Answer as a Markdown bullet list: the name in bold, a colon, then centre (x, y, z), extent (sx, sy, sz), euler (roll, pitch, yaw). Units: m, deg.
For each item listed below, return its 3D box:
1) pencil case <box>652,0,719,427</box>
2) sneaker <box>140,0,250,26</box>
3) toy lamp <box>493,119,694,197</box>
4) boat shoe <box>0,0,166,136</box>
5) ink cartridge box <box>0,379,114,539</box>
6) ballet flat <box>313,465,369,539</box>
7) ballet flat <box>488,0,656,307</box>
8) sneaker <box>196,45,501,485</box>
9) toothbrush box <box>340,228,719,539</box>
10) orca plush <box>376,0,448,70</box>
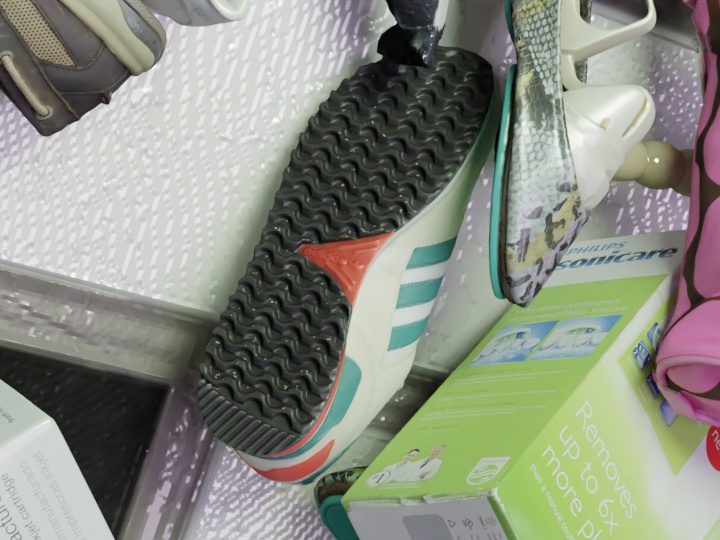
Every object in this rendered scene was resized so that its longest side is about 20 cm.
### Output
- **pencil case**: centre (0.169, -0.031, 1.073), extent (0.091, 0.094, 0.200), euler (48, 48, -58)
- **sneaker**: centre (-0.057, -0.190, 0.968), extent (0.075, 0.088, 0.200), euler (-12, 111, -27)
- **toy lamp**: centre (0.158, -0.041, 1.149), extent (0.200, 0.058, 0.058), euler (13, 98, -22)
- **boat shoe**: centre (-0.158, -0.118, 0.937), extent (0.200, 0.074, 0.073), euler (40, 89, -28)
- **ink cartridge box**: centre (-0.188, 0.153, 0.999), extent (0.200, 0.083, 0.145), euler (-33, 120, -19)
- **ballet flat**: centre (0.054, 0.127, 1.161), extent (0.074, 0.074, 0.200), euler (-50, 126, -9)
- **ballet flat**: centre (0.086, -0.085, 1.054), extent (0.072, 0.072, 0.201), euler (12, 72, -34)
- **sneaker**: centre (0.000, 0.001, 1.088), extent (0.200, 0.070, 0.093), euler (-63, 160, -17)
- **toothbrush box**: centre (0.101, 0.096, 1.105), extent (0.200, 0.086, 0.146), euler (-46, 118, -43)
- **orca plush**: centre (0.011, -0.184, 1.043), extent (0.105, 0.071, 0.200), euler (-51, 147, -66)
